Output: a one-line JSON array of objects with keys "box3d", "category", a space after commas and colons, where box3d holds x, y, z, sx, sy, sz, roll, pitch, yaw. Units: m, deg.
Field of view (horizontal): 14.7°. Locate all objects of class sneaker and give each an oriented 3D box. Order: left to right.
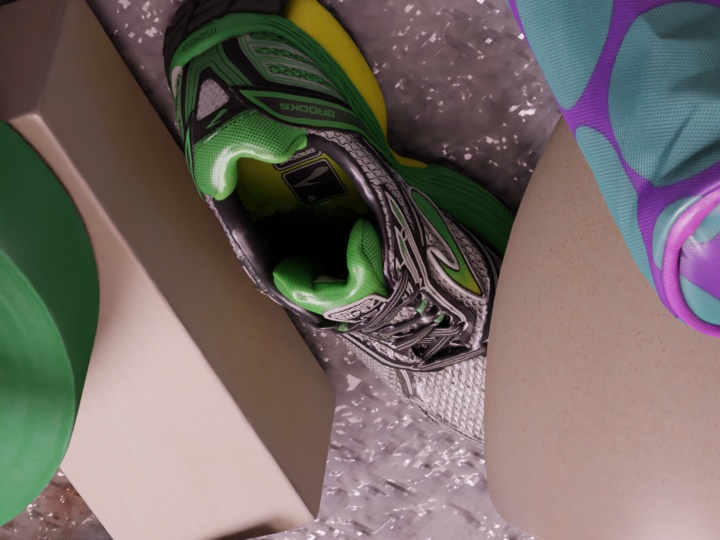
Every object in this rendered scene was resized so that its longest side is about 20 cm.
[{"box3d": [0.000, 0.000, 0.915, 0.078, 0.086, 0.200, -28, 127, 23], "category": "sneaker"}]

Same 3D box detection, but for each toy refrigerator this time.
[{"box3d": [-0.085, 0.004, 0.932, 0.075, 0.070, 0.200, -15, 130, 22], "category": "toy refrigerator"}]

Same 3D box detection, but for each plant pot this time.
[{"box3d": [0.127, -0.008, 0.859, 0.199, 0.200, 0.135, -9, 103, 7], "category": "plant pot"}]

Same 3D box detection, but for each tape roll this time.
[{"box3d": [-0.183, 0.011, 0.871, 0.199, 0.048, 0.201, 5, 135, 5], "category": "tape roll"}]

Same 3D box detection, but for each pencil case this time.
[{"box3d": [0.086, -0.079, 0.768, 0.092, 0.201, 0.085, 8, 135, -35], "category": "pencil case"}]

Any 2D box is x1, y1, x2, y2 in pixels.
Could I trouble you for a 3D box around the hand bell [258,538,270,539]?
[{"box3d": [-0.092, 0.145, 1.011, 0.104, 0.105, 0.200, 33, 133, -26], "category": "hand bell"}]
